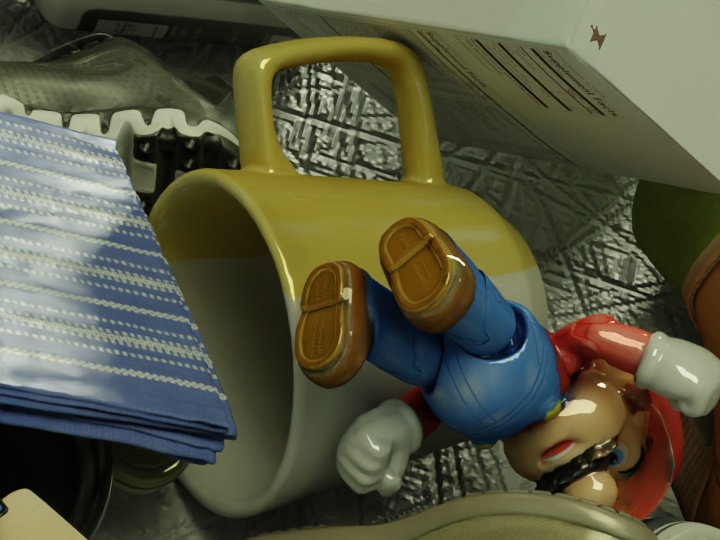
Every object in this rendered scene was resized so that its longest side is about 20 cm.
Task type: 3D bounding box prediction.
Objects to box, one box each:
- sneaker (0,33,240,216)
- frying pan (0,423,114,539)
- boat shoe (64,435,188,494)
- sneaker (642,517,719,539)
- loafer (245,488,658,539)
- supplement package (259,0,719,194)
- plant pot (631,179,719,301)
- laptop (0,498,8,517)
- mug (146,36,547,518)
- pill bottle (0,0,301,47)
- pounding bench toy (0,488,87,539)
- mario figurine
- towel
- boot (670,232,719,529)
[{"bbox_3d":[-0.145,-0.074,1.277,0.198,0.067,0.091,9,36,-1],"label":"sneaker"},{"bbox_3d":[-0.184,0.109,1.118,0.190,0.031,0.115,-42,74,-4],"label":"frying pan"},{"bbox_3d":[-0.143,0.024,1.197,0.074,0.069,0.200,-28,70,-31],"label":"boat shoe"},{"bbox_3d":[0.082,0.188,1.139,0.200,0.079,0.079,-46,109,-16],"label":"sneaker"},{"bbox_3d":[0.033,0.138,1.117,0.076,0.199,0.069,28,56,-50],"label":"loafer"},{"bbox_3d":[0.098,-0.161,1.247,0.199,0.147,0.192,15,75,45],"label":"supplement package"},{"bbox_3d":[0.231,-0.003,1.269,0.199,0.201,0.190,-26,52,-31],"label":"plant pot"},{"bbox_3d":[-0.252,0.090,1.048,0.187,0.116,0.200,-33,66,-11],"label":"laptop"},{"bbox_3d":[0.003,0.009,1.189,0.152,0.188,0.150,-7,38,-31],"label":"mug"},{"bbox_3d":[-0.099,-0.172,1.330,0.198,0.114,0.115,5,52,-13],"label":"pill bottle"},{"bbox_3d":[-0.111,0.167,1.040,0.124,0.156,0.200,38,52,14],"label":"pounding bench toy"},{"bbox_3d":[0.068,0.059,1.105,0.200,0.123,0.107,30,76,-42],"label":"mario figurine"},{"bbox_3d":[-0.140,-0.001,1.128,0.144,0.024,0.201,13,34,-34],"label":"towel"},{"bbox_3d":[0.188,0.074,1.122,0.076,0.201,0.156,-7,48,-26],"label":"boot"}]
